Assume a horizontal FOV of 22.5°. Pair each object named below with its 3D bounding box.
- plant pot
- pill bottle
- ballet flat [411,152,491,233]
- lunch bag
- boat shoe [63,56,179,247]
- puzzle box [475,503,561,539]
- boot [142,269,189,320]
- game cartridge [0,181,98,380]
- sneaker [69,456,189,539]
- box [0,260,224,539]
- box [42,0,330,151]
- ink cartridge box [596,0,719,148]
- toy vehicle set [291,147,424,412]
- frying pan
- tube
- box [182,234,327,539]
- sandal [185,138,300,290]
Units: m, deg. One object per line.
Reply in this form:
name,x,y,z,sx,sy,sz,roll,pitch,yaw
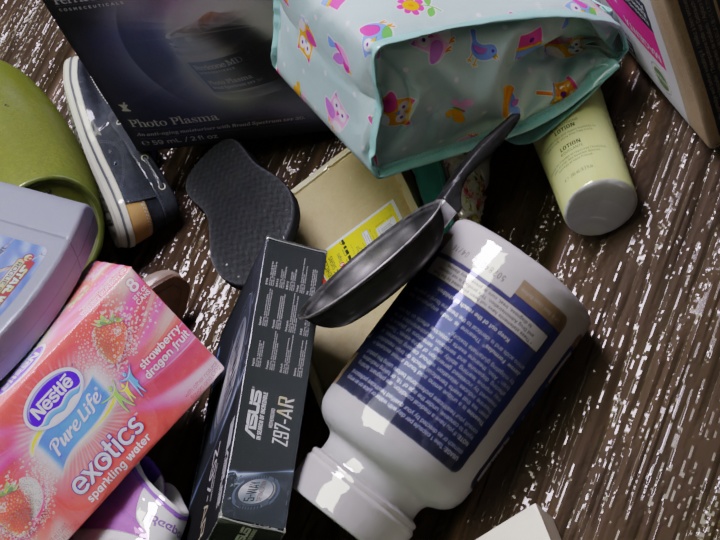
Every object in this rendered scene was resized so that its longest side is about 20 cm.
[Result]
plant pot,-0.280,-0.056,1.410,0.188,0.187,0.200,-53,37,-6
pill bottle,0.046,0.078,1.139,0.201,0.111,0.111,-53,44,-5
ballet flat,0.057,-0.100,1.288,0.063,0.076,0.201,-14,51,-14
lunch bag,0.057,-0.163,1.216,0.198,0.123,0.170,-17,40,-23
boat shoe,-0.198,-0.101,1.478,0.062,0.075,0.201,-18,51,-11
puzzle box,0.050,0.245,1.084,0.199,0.025,0.134,-34,46,15
boot,-0.231,0.053,1.402,0.200,0.070,0.146,-49,42,-1
game cartridge,-0.270,0.017,1.218,0.132,0.042,0.201,11,49,29
sneaker,-0.185,0.181,1.267,0.200,0.073,0.115,4,62,50
box,-0.203,0.099,1.220,0.200,0.103,0.094,-47,19,-16
box,-0.108,-0.200,1.353,0.198,0.199,0.124,-6,54,17
ink cartridge box,0.194,-0.202,1.171,0.075,0.165,0.201,-29,45,-1
toy vehicle set,0.000,0.000,1.288,0.124,0.026,0.201,-36,45,13
frying pan,0.029,-0.022,1.147,0.115,0.031,0.190,-31,11,48
tube,0.139,-0.110,1.244,0.057,0.052,0.201,1,45,-14
box,-0.073,0.103,1.196,0.160,0.043,0.202,121,160,-59
sandal,-0.077,-0.039,1.328,0.075,0.048,0.201,-42,30,8
